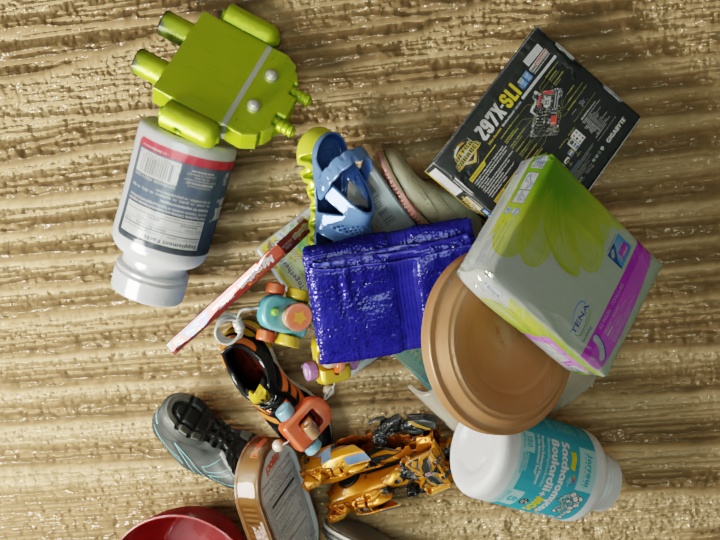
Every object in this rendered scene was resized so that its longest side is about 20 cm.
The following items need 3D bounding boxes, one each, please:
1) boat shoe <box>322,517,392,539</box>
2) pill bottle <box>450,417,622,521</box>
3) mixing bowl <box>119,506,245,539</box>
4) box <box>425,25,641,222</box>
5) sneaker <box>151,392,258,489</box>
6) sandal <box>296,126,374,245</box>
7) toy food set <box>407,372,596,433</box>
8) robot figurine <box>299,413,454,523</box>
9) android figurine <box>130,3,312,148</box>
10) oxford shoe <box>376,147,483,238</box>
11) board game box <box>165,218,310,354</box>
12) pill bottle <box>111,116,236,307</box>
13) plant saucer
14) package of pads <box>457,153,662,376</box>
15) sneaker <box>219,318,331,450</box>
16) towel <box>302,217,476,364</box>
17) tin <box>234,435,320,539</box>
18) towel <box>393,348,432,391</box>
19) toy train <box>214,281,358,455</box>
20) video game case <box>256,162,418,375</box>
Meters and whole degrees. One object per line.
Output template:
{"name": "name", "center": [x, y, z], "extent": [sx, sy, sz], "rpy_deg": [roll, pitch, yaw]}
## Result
{"name": "boat shoe", "center": [0.036, 0.381, 1.198], "extent": [0.197, 0.067, 0.058], "rpy_deg": [22, 100, -3]}
{"name": "pill bottle", "center": [0.211, 0.228, 1.086], "extent": [0.197, 0.111, 0.112], "rpy_deg": [19, 106, -25]}
{"name": "mixing bowl", "center": [-0.219, 0.387, 1.204], "extent": [0.196, 0.108, 0.204], "rpy_deg": [1, 103, 6]}
{"name": "box", "center": [0.194, -0.142, 1.036], "extent": [0.159, 0.049, 0.201], "rpy_deg": [38, 82, -2]}
{"name": "sneaker", "center": [-0.184, 0.234, 1.196], "extent": [0.200, 0.076, 0.079], "rpy_deg": [42, 134, -12]}
{"name": "sandal", "center": [-0.016, -0.064, 1.057], "extent": [0.086, 0.079, 0.204], "rpy_deg": [5, 113, 50]}
{"name": "toy food set", "center": [0.174, 0.126, 1.116], "extent": [0.199, 0.061, 0.144], "rpy_deg": [-38, 123, 9]}
{"name": "robot figurine", "center": [0.032, 0.248, 1.151], "extent": [0.197, 0.059, 0.146], "rpy_deg": [-20, 126, 19]}
{"name": "android figurine", "center": [-0.153, -0.217, 1.051], "extent": [0.198, 0.041, 0.184], "rpy_deg": [28, 64, 1]}
{"name": "oxford shoe", "center": [0.097, -0.077, 1.089], "extent": [0.074, 0.071, 0.200], "rpy_deg": [-40, 107, 9]}
{"name": "board game box", "center": [-0.143, 0.019, 1.096], "extent": [0.199, 0.103, 0.019], "rpy_deg": [-40, 96, 24]}
{"name": "pill bottle", "center": [-0.228, -0.068, 1.095], "extent": [0.118, 0.120, 0.203], "rpy_deg": [19, 105, 1]}
{"name": "plant saucer", "center": [0.155, 0.074, 0.996], "extent": [0.197, 0.032, 0.205], "rpy_deg": [3, 85, -30]}
{"name": "package of pads", "center": [0.209, 0.001, 0.969], "extent": [0.199, 0.068, 0.156], "rpy_deg": [39, 74, -22]}
{"name": "sneaker", "center": [-0.111, 0.158, 1.149], "extent": [0.069, 0.090, 0.201], "rpy_deg": [-34, 97, 12]}
{"name": "towel", "center": [0.039, 0.028, 1.037], "extent": [0.196, 0.050, 0.150], "rpy_deg": [-9, 110, 1]}
{"name": "tin", "center": [-0.100, 0.302, 1.161], "extent": [0.041, 0.112, 0.203], "rpy_deg": [-5, 114, 23]}
{"name": "towel", "center": [0.142, 0.067, 1.112], "extent": [0.199, 0.022, 0.147], "rpy_deg": [-38, 123, 11]}
{"name": "toy train", "center": [-0.075, 0.114, 1.091], "extent": [0.150, 0.055, 0.202], "rpy_deg": [-39, 107, -22]}
{"name": "video game case", "center": [0.000, 0.000, 1.137], "extent": [0.181, 0.023, 0.201], "rpy_deg": [-35, 98, 12]}
